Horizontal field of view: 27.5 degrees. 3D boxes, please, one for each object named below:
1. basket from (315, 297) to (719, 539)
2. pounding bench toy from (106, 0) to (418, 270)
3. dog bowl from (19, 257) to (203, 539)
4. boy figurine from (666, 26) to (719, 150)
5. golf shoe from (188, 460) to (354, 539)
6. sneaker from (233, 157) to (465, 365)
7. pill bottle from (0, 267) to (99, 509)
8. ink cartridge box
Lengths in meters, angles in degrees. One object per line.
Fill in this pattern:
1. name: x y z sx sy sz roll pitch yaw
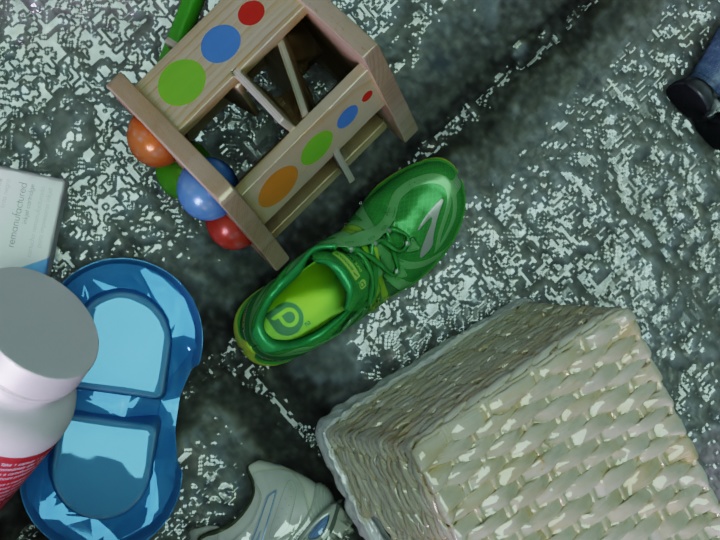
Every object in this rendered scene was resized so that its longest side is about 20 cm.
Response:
1. basket: 0.108 0.147 0.994 0.198 0.161 0.200 -29 98 -20
2. pounding bench toy: -0.092 -0.125 0.986 0.156 0.124 0.200 -44 66 -4
3. dog bowl: -0.173 0.091 1.020 0.110 0.050 0.203 9 91 -12
4. boy figurine: 0.314 -0.187 1.083 0.124 0.064 0.200 42 85 -8
5. golf shoe: -0.092 0.229 1.039 0.097 0.078 0.201 33 81 8
6. sneaker: 0.000 0.000 1.028 0.199 0.084 0.074 -41 97 -6
7. pill bottle: -0.251 0.093 0.933 0.112 0.113 0.200 39 121 -8
8. ink cartridge box: -0.305 -0.025 0.985 0.197 0.067 0.118 12 91 -10
